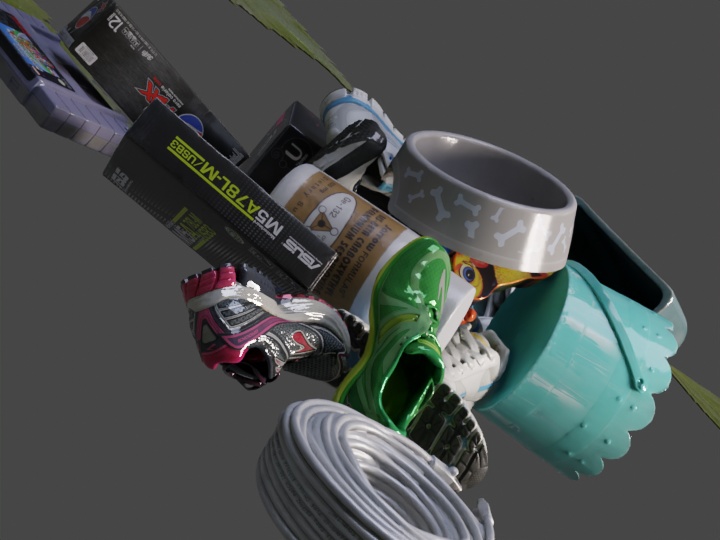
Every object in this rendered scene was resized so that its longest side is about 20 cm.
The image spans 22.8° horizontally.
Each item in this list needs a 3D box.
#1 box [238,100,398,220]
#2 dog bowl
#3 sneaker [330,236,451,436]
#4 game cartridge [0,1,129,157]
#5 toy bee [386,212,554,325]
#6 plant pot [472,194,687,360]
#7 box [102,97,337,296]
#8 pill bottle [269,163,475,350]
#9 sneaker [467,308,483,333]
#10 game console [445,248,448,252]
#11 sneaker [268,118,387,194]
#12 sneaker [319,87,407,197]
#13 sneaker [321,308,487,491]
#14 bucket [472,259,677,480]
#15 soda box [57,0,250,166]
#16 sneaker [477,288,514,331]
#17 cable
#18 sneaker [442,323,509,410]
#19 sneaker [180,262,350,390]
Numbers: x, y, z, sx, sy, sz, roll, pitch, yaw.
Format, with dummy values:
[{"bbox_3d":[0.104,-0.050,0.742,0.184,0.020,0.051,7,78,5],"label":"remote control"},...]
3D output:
[{"bbox_3d":[-0.026,-0.068,1.875,0.200,0.106,0.122,38,14,-11],"label":"box"},{"bbox_3d":[0.116,-0.071,1.699,0.198,0.059,0.200,19,20,-7],"label":"dog bowl"},{"bbox_3d":[0.042,0.064,1.455,0.083,0.201,0.074,-8,-38,43],"label":"sneaker"},{"bbox_3d":[-0.294,-0.186,1.645,0.200,0.038,0.129,49,10,31],"label":"game cartridge"},{"bbox_3d":[0.116,0.003,1.785,0.131,0.198,0.110,110,-25,-74],"label":"toy bee"},{"bbox_3d":[0.283,0.067,2.183,0.197,0.196,0.200,49,7,33],"label":"plant pot"},{"bbox_3d":[-0.122,-0.049,1.490,0.193,0.048,0.200,38,-13,-8],"label":"box"},{"bbox_3d":[0.000,0.000,1.638,0.199,0.115,0.114,33,11,10],"label":"pill bottle"},{"bbox_3d":[0.056,0.057,1.788,0.199,0.076,0.105,25,20,-33],"label":"sneaker"},{"bbox_3d":[0.054,-0.049,2.054,0.199,0.170,0.119,36,40,-20],"label":"game console"},{"bbox_3d":[-0.029,-0.076,1.736,0.080,0.200,0.074,49,46,-3],"label":"sneaker"},{"bbox_3d":[0.037,-0.095,1.805,0.199,0.075,0.087,33,32,-19],"label":"sneaker"},{"bbox_3d":[0.041,0.108,1.550,0.200,0.078,0.090,45,10,17],"label":"sneaker"},{"bbox_3d":[0.212,0.098,1.837,0.134,0.208,0.207,32,14,-16],"label":"bucket"},{"bbox_3d":[-0.195,-0.166,1.693,0.200,0.063,0.071,49,-1,-26],"label":"soda box"},{"bbox_3d":[0.188,0.039,2.018,0.200,0.075,0.089,-38,102,-45],"label":"sneaker"},{"bbox_3d":[0.013,0.173,1.256,0.199,0.069,0.200,37,14,-16],"label":"cable"},{"bbox_3d":[0.082,0.090,1.725,0.077,0.081,0.200,46,15,16],"label":"sneaker"},{"bbox_3d":[-0.074,0.059,1.398,0.200,0.080,0.075,26,49,-55],"label":"sneaker"}]
